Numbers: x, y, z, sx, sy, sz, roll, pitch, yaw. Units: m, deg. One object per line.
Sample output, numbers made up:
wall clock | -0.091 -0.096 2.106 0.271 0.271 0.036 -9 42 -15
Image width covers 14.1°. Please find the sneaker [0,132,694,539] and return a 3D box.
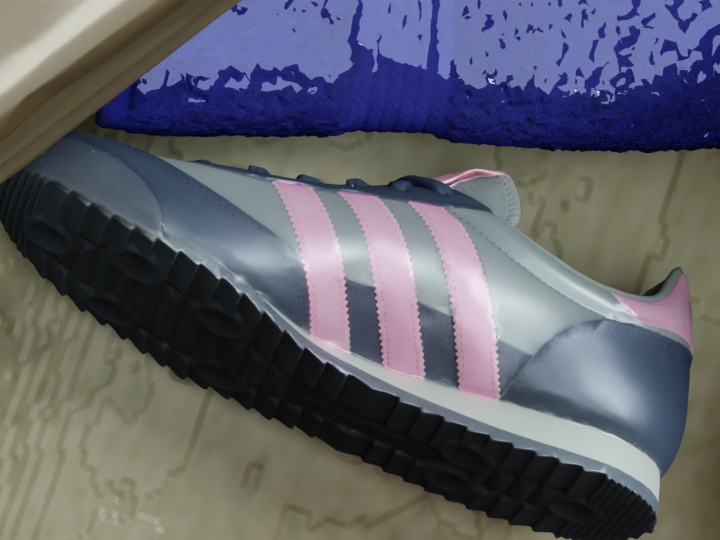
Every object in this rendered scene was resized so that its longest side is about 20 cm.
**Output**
sneaker | 0.000 0.000 0.796 0.199 0.070 0.082 27 64 -11

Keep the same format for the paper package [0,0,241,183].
paper package | -0.138 -0.109 0.707 0.190 0.103 0.200 -37 90 -1

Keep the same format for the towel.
towel | 0.023 -0.108 0.802 0.199 0.050 0.149 2 94 -11
